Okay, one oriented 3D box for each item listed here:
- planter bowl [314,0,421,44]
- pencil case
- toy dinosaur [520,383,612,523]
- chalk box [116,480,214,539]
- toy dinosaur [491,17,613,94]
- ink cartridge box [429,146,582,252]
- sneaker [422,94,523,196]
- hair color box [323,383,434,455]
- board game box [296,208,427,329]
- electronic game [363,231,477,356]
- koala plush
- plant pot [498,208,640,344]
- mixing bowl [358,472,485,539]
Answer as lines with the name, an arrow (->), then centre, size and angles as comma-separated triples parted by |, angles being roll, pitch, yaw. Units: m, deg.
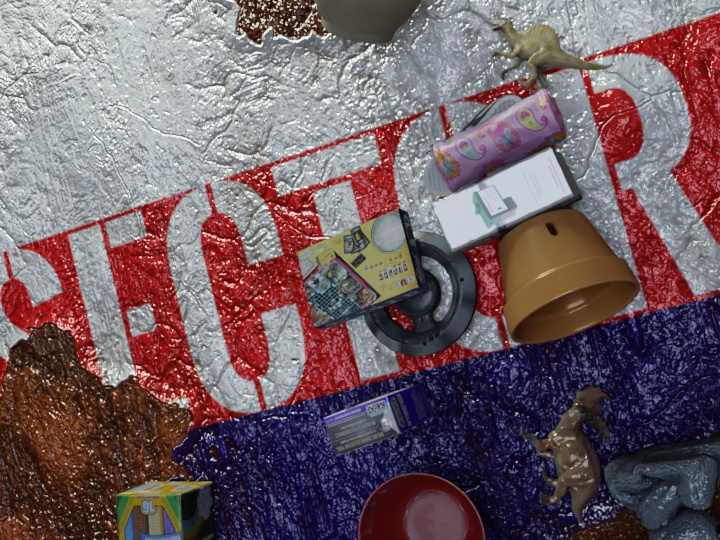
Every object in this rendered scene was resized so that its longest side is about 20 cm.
planter bowl -> 0.006, -0.439, 1.619 | 0.200, 0.200, 0.135 | 24, 124, 16
pencil case -> 0.201, -0.191, 1.522 | 0.200, 0.087, 0.088 | -24, 83, 18
toy dinosaur -> 0.328, 0.280, 1.554 | 0.135, 0.086, 0.201 | -17, 82, 20
chalk box -> -0.326, 0.466, 1.749 | 0.124, 0.125, 0.201 | -3, 88, 18
toy dinosaur -> 0.277, -0.324, 1.587 | 0.200, 0.058, 0.101 | 28, 97, 16
ink cartridge box -> 0.221, -0.103, 1.560 | 0.200, 0.146, 0.085 | -26, 84, 17
sneaker -> 0.183, -0.193, 1.608 | 0.200, 0.079, 0.078 | -41, 92, 17
hair color box -> 0.032, 0.226, 1.592 | 0.109, 0.200, 0.065 | -22, 84, 17
board game box -> 0.000, 0.000, 1.661 | 0.200, 0.035, 0.136 | -22, 72, 26
electronic game -> 0.091, 0.037, 1.656 | 0.199, 0.042, 0.201 | -2, 84, 24
koala plush -> 0.455, 0.359, 1.481 | 0.183, 0.177, 0.201 | -15, 86, 35
plant pot -> 0.291, 0.003, 1.526 | 0.200, 0.200, 0.140 | -27, 65, 16
mixing bowl -> 0.107, 0.405, 1.618 | 0.200, 0.108, 0.201 | 0, 91, 18
